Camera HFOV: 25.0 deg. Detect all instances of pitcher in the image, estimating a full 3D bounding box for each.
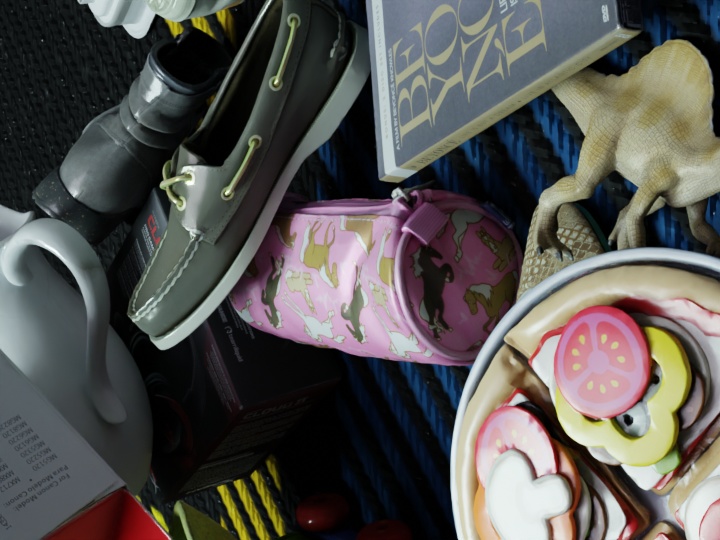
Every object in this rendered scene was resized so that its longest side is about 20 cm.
[{"bbox_3d":[-0.188,0.058,0.981,0.170,0.121,0.202,3,122,46],"label":"pitcher"}]

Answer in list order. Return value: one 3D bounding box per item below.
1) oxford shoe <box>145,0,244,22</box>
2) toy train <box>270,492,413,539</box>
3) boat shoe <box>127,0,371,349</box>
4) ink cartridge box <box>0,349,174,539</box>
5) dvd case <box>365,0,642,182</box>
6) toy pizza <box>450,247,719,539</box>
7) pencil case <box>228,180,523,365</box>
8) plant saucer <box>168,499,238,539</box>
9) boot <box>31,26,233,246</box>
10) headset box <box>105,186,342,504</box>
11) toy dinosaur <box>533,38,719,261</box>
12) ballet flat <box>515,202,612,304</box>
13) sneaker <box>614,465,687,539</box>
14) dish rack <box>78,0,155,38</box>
[{"bbox_3d":[-0.076,-0.237,0.898,0.075,0.057,0.203,28,112,54],"label":"oxford shoe"},{"bbox_3d":[-0.014,0.198,0.918,0.199,0.115,0.086,12,113,57],"label":"toy train"},{"bbox_3d":[-0.070,-0.054,0.855,0.203,0.060,0.072,-57,28,6],"label":"boat shoe"},{"bbox_3d":[-0.200,0.166,0.905,0.175,0.084,0.201,42,139,21],"label":"ink cartridge box"},{"bbox_3d":[0.053,-0.140,0.718,0.200,0.016,0.151,-29,62,60],"label":"dvd case"},{"bbox_3d":[0.111,0.093,0.618,0.198,0.032,0.203,6,99,38],"label":"toy pizza"},{"bbox_3d":[0.000,0.000,0.844,0.199,0.082,0.088,2,80,60],"label":"pencil case"},{"bbox_3d":[-0.063,0.255,0.844,0.201,0.047,0.202,-117,32,-43],"label":"plant saucer"},{"bbox_3d":[-0.124,-0.093,1.014,0.132,0.070,0.200,-49,10,14],"label":"boot"},{"bbox_3d":[-0.095,0.040,1.025,0.150,0.074,0.200,66,149,16],"label":"headset box"},{"bbox_3d":[0.113,-0.050,0.678,0.200,0.058,0.102,39,118,53],"label":"toy dinosaur"},{"bbox_3d":[0.100,0.066,0.716,0.071,0.065,0.202,129,123,-67],"label":"ballet flat"},{"bbox_3d":[0.171,0.126,0.640,0.085,0.077,0.202,-37,73,40],"label":"sneaker"},{"bbox_3d":[-0.166,-0.264,1.044,0.173,0.043,0.200,65,148,19],"label":"dish rack"}]
